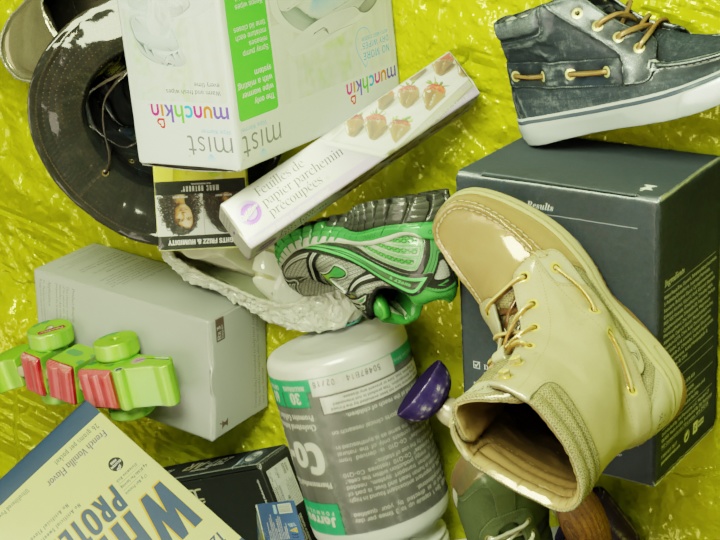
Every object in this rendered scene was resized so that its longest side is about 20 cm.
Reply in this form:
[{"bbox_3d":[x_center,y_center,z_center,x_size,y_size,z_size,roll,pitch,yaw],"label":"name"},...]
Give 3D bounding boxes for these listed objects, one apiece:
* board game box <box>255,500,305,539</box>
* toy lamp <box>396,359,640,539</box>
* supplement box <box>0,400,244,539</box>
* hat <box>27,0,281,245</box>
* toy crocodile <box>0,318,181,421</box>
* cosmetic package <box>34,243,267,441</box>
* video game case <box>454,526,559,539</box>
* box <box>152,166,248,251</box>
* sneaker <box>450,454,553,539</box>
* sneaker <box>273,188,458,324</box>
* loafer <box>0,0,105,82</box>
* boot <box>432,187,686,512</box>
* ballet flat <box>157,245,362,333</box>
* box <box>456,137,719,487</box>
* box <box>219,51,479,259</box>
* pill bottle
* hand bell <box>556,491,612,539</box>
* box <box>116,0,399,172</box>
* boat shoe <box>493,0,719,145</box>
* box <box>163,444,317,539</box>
[{"bbox_3d":[-0.052,0.287,1.228,0.034,0.200,0.136,-5,109,-8],"label":"board game box"},{"bbox_3d":[0.119,0.148,1.155,0.200,0.058,0.058,37,128,-4],"label":"toy lamp"},{"bbox_3d":[-0.197,0.252,1.291,0.200,0.134,0.200,38,154,16],"label":"supplement box"},{"bbox_3d":[-0.162,-0.121,1.244,0.199,0.081,0.202,-2,102,-8],"label":"hat"},{"bbox_3d":[-0.230,0.086,1.298,0.199,0.062,0.068,7,114,34],"label":"toy crocodile"},{"bbox_3d":[-0.179,0.057,1.342,0.199,0.081,0.114,16,117,29],"label":"cosmetic package"},{"bbox_3d":[0.071,0.290,1.206,0.023,0.198,0.183,-121,28,-66],"label":"video game case"},{"bbox_3d":[-0.122,-0.118,1.181,0.075,0.050,0.202,-2,103,-4],"label":"box"},{"bbox_3d":[0.112,0.203,1.081,0.201,0.067,0.090,78,172,-50],"label":"sneaker"},{"bbox_3d":[0.000,0.000,1.114,0.200,0.078,0.086,-14,85,62],"label":"sneaker"},{"bbox_3d":[-0.238,-0.206,1.285,0.199,0.068,0.076,-22,95,39],"label":"loafer"},{"bbox_3d":[0.092,0.043,0.951,0.200,0.155,0.073,48,128,10],"label":"boot"},{"bbox_3d":[-0.085,0.000,1.248,0.199,0.072,0.072,14,116,32],"label":"ballet flat"},{"bbox_3d":[0.155,0.022,1.066,0.148,0.107,0.202,11,115,33],"label":"box"},{"bbox_3d":[-0.007,-0.080,1.096,0.039,0.199,0.041,54,167,7],"label":"box"},{"bbox_3d":[0.005,0.147,1.222,0.113,0.113,0.201,-7,103,37],"label":"pill bottle"},{"bbox_3d":[0.174,0.220,1.097,0.104,0.104,0.201,-4,124,37],"label":"hand bell"},{"bbox_3d":[-0.070,-0.179,1.090,0.096,0.200,0.178,6,111,34],"label":"box"},{"bbox_3d":[0.173,-0.143,1.009,0.199,0.071,0.091,-11,106,40],"label":"boat shoe"},{"bbox_3d":[-0.098,0.262,1.388,0.159,0.043,0.201,-14,100,38],"label":"box"}]
